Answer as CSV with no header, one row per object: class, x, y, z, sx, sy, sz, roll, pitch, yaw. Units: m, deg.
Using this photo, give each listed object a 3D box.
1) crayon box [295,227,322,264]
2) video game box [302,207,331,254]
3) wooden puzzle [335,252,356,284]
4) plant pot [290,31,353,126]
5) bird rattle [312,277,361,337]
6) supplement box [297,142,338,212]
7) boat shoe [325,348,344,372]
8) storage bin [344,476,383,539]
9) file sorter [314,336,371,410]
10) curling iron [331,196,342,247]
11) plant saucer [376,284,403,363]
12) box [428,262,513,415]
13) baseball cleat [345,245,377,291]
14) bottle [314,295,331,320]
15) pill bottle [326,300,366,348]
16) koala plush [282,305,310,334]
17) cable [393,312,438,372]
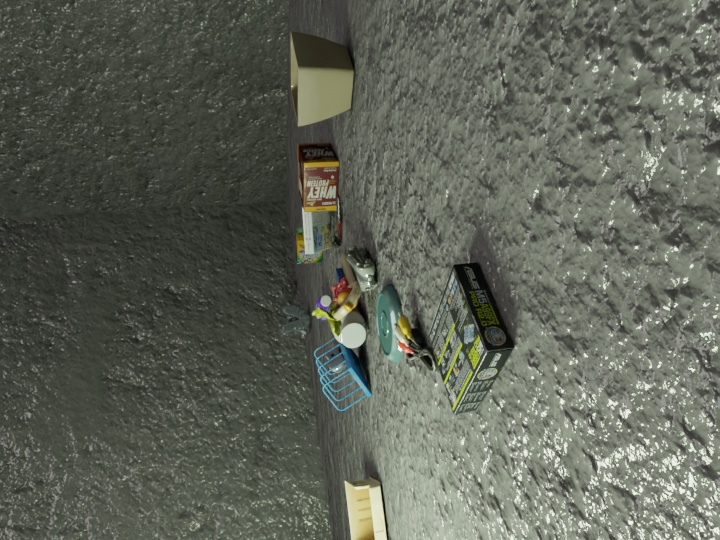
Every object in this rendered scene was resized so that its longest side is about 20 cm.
crayon box,-0.240,-0.116,2.524,0.202,0.123,0.052,100,160,-50
video game box,-0.175,-0.171,2.176,0.200,0.046,0.187,-27,-67,-70
wooden puzzle,-0.056,0.070,1.913,0.187,0.045,0.204,-110,20,-53
plant pot,-0.119,-0.588,1.643,0.202,0.173,0.203,100,162,-51
bird rattle,-0.043,0.095,1.613,0.113,0.201,0.162,46,140,-9
supplement box,-0.165,-0.361,2.059,0.201,0.129,0.201,-112,22,-54
boat shoe,-0.099,0.389,2.224,0.071,0.070,0.200,60,171,-16
storage bin,0.020,0.786,1.716,0.199,0.091,0.205,125,139,-72
file sorter,-0.066,0.333,1.763,0.140,0.121,0.201,57,-176,-30
curling iron,-0.081,-0.174,1.973,0.050,0.025,0.204,-44,-36,-57
plant saucer,0.072,0.138,1.380,0.200,0.027,0.206,175,90,-79
box,0.169,0.114,0.866,0.202,0.043,0.163,99,162,-49
baseball cleat,0.000,0.000,1.570,0.200,0.068,0.109,-117,19,-70
bottle,-0.167,0.165,2.428,0.201,0.064,0.086,116,147,-67
pill bottle,-0.044,0.171,1.735,0.200,0.110,0.116,-125,33,-68
koala plush,-0.380,0.320,3.364,0.200,0.179,0.182,53,-143,-73
cable,0.114,0.172,1.129,0.200,0.049,0.099,-119,26,-66
